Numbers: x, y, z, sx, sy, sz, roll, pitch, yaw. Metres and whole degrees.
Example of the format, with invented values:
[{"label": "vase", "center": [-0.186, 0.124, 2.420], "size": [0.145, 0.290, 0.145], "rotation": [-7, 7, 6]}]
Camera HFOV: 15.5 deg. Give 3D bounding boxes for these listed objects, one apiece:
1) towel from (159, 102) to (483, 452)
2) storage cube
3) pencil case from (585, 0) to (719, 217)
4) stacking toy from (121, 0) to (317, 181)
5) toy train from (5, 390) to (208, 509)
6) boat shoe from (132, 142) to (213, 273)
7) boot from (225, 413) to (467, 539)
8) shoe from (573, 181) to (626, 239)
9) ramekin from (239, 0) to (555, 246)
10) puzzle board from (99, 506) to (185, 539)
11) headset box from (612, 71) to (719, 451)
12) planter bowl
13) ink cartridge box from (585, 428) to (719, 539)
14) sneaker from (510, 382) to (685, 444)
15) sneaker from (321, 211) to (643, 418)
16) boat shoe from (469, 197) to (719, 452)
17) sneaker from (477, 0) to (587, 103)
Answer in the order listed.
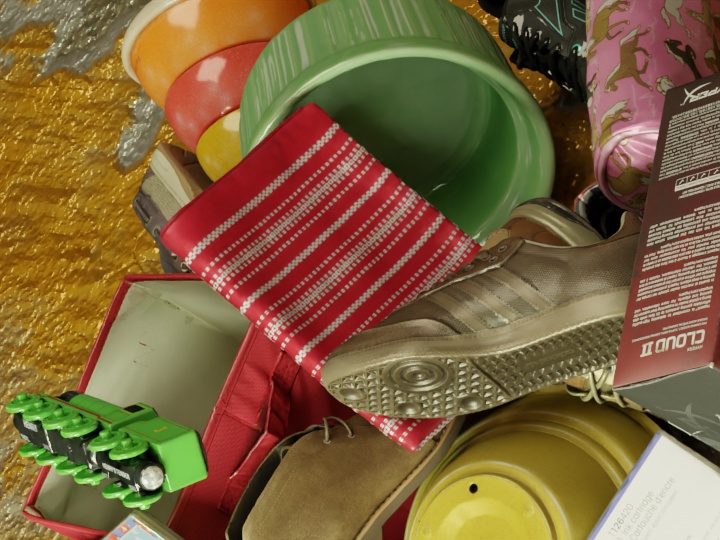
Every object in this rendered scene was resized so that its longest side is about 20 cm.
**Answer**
[{"label": "towel", "center": [0.000, 0.000, 1.522], "size": [0.200, 0.022, 0.145], "rotation": [40, 56, 14]}, {"label": "storage cube", "center": [-0.065, 0.116, 1.613], "size": [0.200, 0.180, 0.171], "rotation": [1, 64, 55]}, {"label": "pencil case", "center": [0.172, -0.124, 1.513], "size": [0.083, 0.087, 0.200], "rotation": [-11, 48, 14]}, {"label": "stacking toy", "center": [-0.076, -0.100, 1.861], "size": [0.146, 0.146, 0.200], "rotation": [-32, 64, 27]}, {"label": "toy train", "center": [-0.147, 0.096, 1.521], "size": [0.056, 0.042, 0.200], "rotation": [-21, 16, -24]}, {"label": "boat shoe", "center": [-0.108, -0.014, 1.857], "size": [0.065, 0.072, 0.200], "rotation": [-56, 41, 20]}, {"label": "boot", "center": [-0.001, 0.102, 1.501], "size": [0.200, 0.075, 0.074], "rotation": [-54, 11, -26]}, {"label": "shoe", "center": [0.195, 0.018, 1.501], "size": [0.071, 0.091, 0.200], "rotation": [-50, 39, 8]}, {"label": "ramekin", "center": [0.016, -0.081, 1.675], "size": [0.200, 0.200, 0.098], "rotation": [-41, 34, 18]}, {"label": "puzzle board", "center": [-0.077, 0.222, 1.526], "size": [0.017, 0.200, 0.151], "rotation": [-55, 6, -32]}, {"label": "headset box", "center": [0.218, 0.014, 1.377], "size": [0.075, 0.149, 0.200], "rotation": [-18, 51, 49]}, {"label": "planter bowl", "center": [0.088, 0.160, 1.467], "size": [0.200, 0.083, 0.201], "rotation": [-5, 81, 33]}, {"label": "ink cartridge box", "center": [0.185, 0.217, 1.370], "size": [0.200, 0.047, 0.198], "rotation": [34, 92, 34]}, {"label": "sneaker", "center": [0.109, 0.075, 1.551], "size": [0.075, 0.090, 0.200], "rotation": [-53, 39, 3]}, {"label": "sneaker", "center": [0.075, 0.025, 1.436], "size": [0.200, 0.070, 0.076], "rotation": [-13, 54, 18]}, {"label": "boat shoe", "center": [0.140, 0.043, 1.471], "size": [0.074, 0.076, 0.200], "rotation": [-37, 60, -27]}, {"label": "sneaker", "center": [0.134, -0.138, 1.670], "size": [0.079, 0.075, 0.200], "rotation": [-13, 36, -8]}]
